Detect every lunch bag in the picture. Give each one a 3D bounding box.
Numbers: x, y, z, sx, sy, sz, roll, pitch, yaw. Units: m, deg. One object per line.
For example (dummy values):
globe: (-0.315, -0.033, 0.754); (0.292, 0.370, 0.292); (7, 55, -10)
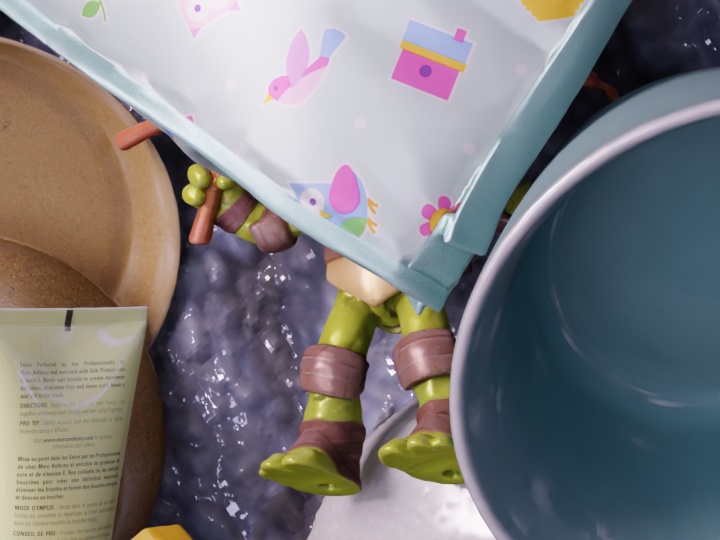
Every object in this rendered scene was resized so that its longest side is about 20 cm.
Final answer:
lunch bag: (0.000, -0.101, 0.839); (0.200, 0.122, 0.171); (36, 95, 31)

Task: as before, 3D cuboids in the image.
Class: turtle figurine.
turtle figurine: (0.000, 0.000, 0.915); (0.198, 0.064, 0.163); (-2, 68, 15)

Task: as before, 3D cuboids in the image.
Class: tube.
tube: (-0.124, 0.112, 0.954); (0.051, 0.058, 0.202); (8, 100, 7)

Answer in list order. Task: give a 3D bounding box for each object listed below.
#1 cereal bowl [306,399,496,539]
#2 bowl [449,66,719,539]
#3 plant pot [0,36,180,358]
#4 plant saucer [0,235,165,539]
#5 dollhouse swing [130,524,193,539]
cereal bowl: (0.060, 0.140, 0.919); (0.199, 0.083, 0.202); (6, 103, 26)
bowl: (0.124, 0.013, 0.818); (0.199, 0.105, 0.202); (-2, 118, -3)
plant pot: (-0.171, -0.010, 0.979); (0.198, 0.028, 0.201); (-6, 122, -10)
plant saucer: (-0.167, 0.085, 0.974); (0.035, 0.199, 0.202); (-139, 54, -60)
dollhouse swing: (0.001, 0.203, 0.899); (0.180, 0.176, 0.202); (3, 112, -15)
